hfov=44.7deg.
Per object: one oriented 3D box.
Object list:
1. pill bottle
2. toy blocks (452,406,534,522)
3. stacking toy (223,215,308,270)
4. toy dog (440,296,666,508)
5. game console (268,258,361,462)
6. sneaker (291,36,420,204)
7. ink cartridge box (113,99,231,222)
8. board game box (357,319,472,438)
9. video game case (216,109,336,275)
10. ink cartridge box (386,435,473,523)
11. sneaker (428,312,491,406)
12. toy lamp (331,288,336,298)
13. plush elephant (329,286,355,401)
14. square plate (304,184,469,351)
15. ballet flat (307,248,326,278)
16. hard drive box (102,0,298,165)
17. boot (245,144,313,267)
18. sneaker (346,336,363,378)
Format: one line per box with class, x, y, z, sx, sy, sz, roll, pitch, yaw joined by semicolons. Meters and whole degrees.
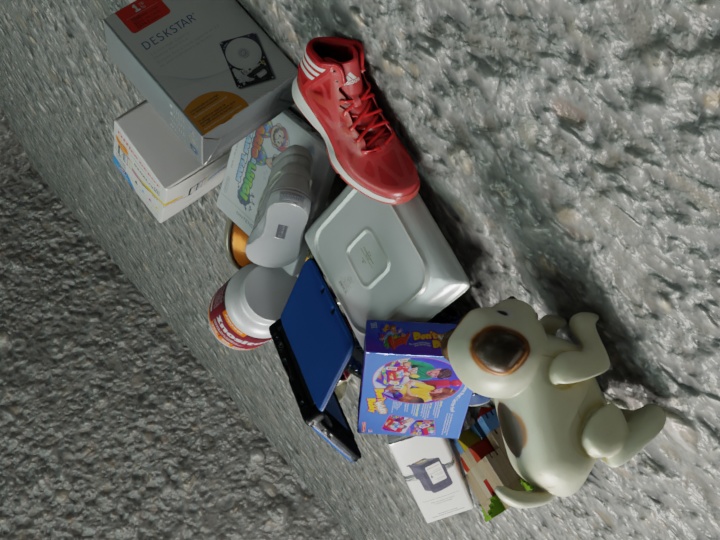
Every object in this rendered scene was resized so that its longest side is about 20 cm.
pill bottle;-0.157;0.052;1.312;0.113;0.113;0.200;53;156;-2
toy blocks;0.191;0.281;1.285;0.137;0.100;0.200;58;163;18
stacking toy;-0.094;-0.043;1.326;0.199;0.146;0.146;20;146;30
toy dog;0.170;0.118;0.891;0.200;0.194;0.140;50;174;-14
game console;-0.036;0.115;1.136;0.171;0.118;0.200;48;-172;-38
sneaker;-0.005;-0.167;0.945;0.200;0.078;0.116;47;161;12
ink cartridge box;-0.321;-0.200;1.491;0.147;0.144;0.200;53;160;0
board game box;0.067;0.137;1.064;0.200;0.134;0.045;95;178;-53
video game case;-0.118;-0.124;1.210;0.182;0.024;0.201;41;127;28
ink cartridge box;0.100;0.268;1.366;0.145;0.084;0.201;-102;-10;-54
sneaker;0.109;0.080;1.132;0.199;0.081;0.115;41;155;11
toy lamp;-0.056;-0.060;1.229;0.201;0.058;0.058;69;161;3
plush elephant;-0.039;0.124;1.332;0.165;0.155;0.200;51;177;-1
square plate;0.017;-0.015;1.039;0.198;0.028;0.201;-44;67;42
ballet flat;0.000;0.000;1.122;0.200;0.068;0.075;42;159;32
hard drive box;-0.199;-0.260;1.100;0.200;0.156;0.077;48;160;10
boot;-0.100;-0.082;1.152;0.073;0.096;0.200;16;152;-13
sneaker;0.073;0.140;1.202;0.200;0.085;0.077;32;170;-14
